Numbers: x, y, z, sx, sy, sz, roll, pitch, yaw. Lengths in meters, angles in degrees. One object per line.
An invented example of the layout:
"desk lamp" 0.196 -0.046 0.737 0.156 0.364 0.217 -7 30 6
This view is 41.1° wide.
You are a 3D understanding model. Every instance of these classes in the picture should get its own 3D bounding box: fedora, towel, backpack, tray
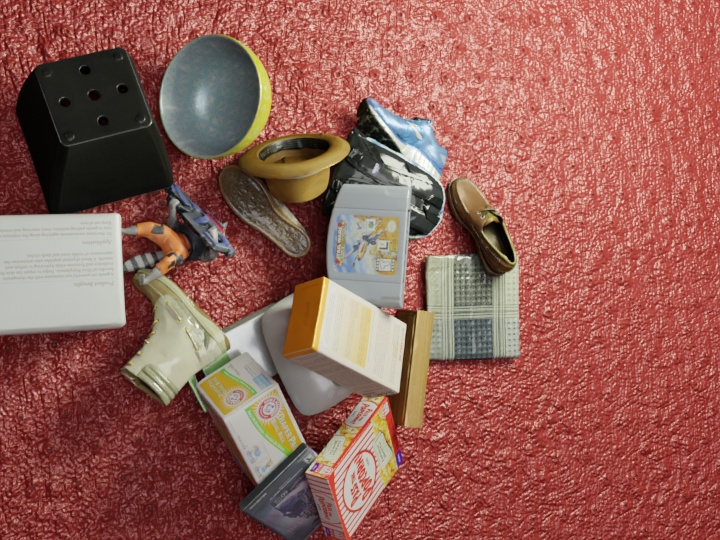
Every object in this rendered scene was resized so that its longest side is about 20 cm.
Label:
"fedora" -0.105 -0.166 1.590 0.200 0.201 0.082 -17 116 -19
"towel" 0.207 0.066 1.775 0.192 0.035 0.200 0 91 -17
"backpack" 0.050 -0.131 1.670 0.200 0.154 0.163 18 80 3
"tray" 0.085 0.170 1.687 0.037 0.099 0.200 9 86 -18

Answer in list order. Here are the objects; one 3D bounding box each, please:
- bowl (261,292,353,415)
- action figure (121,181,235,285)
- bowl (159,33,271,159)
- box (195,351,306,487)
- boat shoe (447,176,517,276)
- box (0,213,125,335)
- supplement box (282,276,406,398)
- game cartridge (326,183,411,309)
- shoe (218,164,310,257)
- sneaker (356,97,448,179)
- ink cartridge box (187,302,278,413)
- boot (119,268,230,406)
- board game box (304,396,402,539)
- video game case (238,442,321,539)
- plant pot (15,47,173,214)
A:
"bowl" -0.054 0.124 1.605 0.200 0.075 0.200 -29 100 -48
"action figure" -0.306 -0.061 1.553 0.193 0.105 0.200 -13 54 -41
"bowl" -0.219 -0.277 1.572 0.108 0.200 0.200 -3 90 -63
"box" -0.168 0.250 1.545 0.101 0.112 0.200 -33 128 -17
"boat shoe" 0.230 -0.089 1.745 0.072 0.068 0.200 -27 84 -22
"box" -0.466 0.008 1.438 0.199 0.200 0.172 -3 88 -21
"supplement box" -0.022 0.111 1.532 0.200 0.073 0.126 32 54 -36
"game cartridge" 0.011 -0.041 1.570 0.133 0.042 0.200 3 87 8
"shoe" -0.164 -0.100 1.634 0.070 0.053 0.200 -42 99 6
"sneaker" 0.077 -0.244 1.715 0.200 0.079 0.089 39 69 -24
"ink cartridge box" -0.200 0.143 1.605 0.200 0.059 0.104 -28 99 -18
"boot" -0.327 0.102 1.521 0.200 0.072 0.155 42 68 10
"board game box" -0.006 0.327 1.604 0.200 0.046 0.152 -49 136 -42
"video game case" -0.099 0.374 1.586 0.143 0.019 0.200 -44 140 -5
"plant pot" -0.402 -0.226 1.453 0.199 0.177 0.200 -18 77 -20
